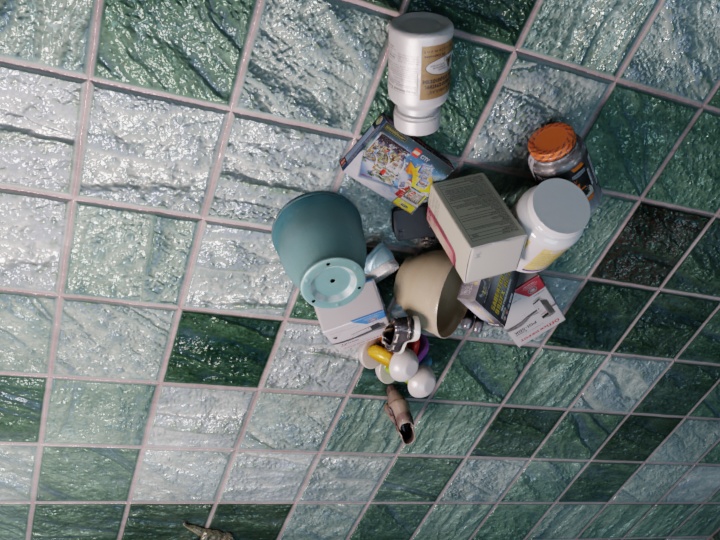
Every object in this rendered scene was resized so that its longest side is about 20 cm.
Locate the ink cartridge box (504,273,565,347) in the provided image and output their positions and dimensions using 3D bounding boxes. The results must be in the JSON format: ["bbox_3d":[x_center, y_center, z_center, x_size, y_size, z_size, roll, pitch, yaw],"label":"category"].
[{"bbox_3d":[0.408,0.082,1.764,0.147,0.083,0.200,-33,130,11],"label":"ink cartridge box"}]

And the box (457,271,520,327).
[{"bbox_3d":[0.302,0.007,1.598,0.048,0.200,0.158,5,157,39],"label":"box"}]

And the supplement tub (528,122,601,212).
[{"bbox_3d":[0.434,-0.210,1.498,0.122,0.123,0.200,-30,131,9],"label":"supplement tub"}]

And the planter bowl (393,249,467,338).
[{"bbox_3d":[0.159,0.040,1.592,0.135,0.200,0.200,16,139,28],"label":"planter bowl"}]

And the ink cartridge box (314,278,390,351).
[{"bbox_3d":[-0.012,0.106,1.605,0.144,0.084,0.200,-20,160,2],"label":"ink cartridge box"}]

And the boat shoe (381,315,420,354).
[{"bbox_3d":[0.078,0.145,1.574,0.060,0.074,0.200,2,167,-13],"label":"boat shoe"}]

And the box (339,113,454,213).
[{"bbox_3d":[0.077,-0.215,1.443,0.200,0.038,0.137,28,117,-34],"label":"box"}]

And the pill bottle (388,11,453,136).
[{"bbox_3d":[0.107,-0.355,1.282,0.114,0.114,0.200,-9,131,-9],"label":"pill bottle"}]

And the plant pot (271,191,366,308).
[{"bbox_3d":[-0.074,-0.028,1.457,0.200,0.188,0.200,-9,132,-10],"label":"plant pot"}]

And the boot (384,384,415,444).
[{"bbox_3d":[0.113,0.412,1.913,0.070,0.146,0.200,-21,132,-1],"label":"boot"}]

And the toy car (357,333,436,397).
[{"bbox_3d":[0.107,0.213,1.757,0.200,0.175,0.150,45,70,-39],"label":"toy car"}]

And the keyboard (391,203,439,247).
[{"bbox_3d":[0.165,-0.106,1.576,0.200,0.040,0.104,-7,108,-10],"label":"keyboard"}]

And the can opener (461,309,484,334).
[{"bbox_3d":[0.272,0.129,1.703,0.053,0.200,0.067,19,103,9],"label":"can opener"}]

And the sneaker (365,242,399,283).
[{"bbox_3d":[0.000,0.000,1.595,0.200,0.082,0.074,-31,167,33],"label":"sneaker"}]

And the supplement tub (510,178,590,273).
[{"bbox_3d":[0.377,-0.092,1.464,0.145,0.146,0.200,-5,160,-12],"label":"supplement tub"}]

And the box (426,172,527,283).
[{"bbox_3d":[0.236,-0.091,1.454,0.128,0.200,0.109,-13,141,-14],"label":"box"}]

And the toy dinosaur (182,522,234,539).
[{"bbox_3d":[-0.483,0.824,2.154,0.200,0.047,0.088,32,100,-35],"label":"toy dinosaur"}]
